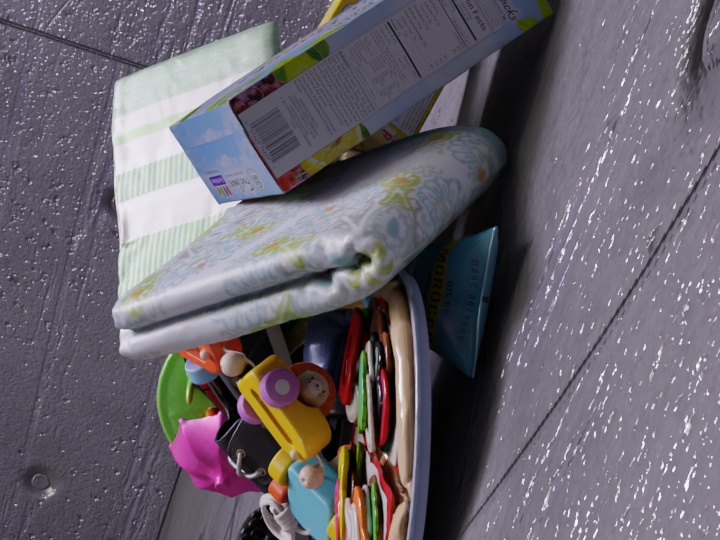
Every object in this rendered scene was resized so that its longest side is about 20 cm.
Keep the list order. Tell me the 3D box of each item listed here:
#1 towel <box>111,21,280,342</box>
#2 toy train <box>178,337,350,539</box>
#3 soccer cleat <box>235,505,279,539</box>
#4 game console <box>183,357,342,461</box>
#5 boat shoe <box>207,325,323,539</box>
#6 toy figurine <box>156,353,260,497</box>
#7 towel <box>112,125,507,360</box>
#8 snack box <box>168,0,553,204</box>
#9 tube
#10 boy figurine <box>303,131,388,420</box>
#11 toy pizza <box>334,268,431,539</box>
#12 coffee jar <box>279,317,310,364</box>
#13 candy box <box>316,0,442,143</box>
[{"bbox_3d":[-0.109,-0.054,1.064,0.152,0.023,0.202,-14,72,31],"label":"towel"},{"bbox_3d":[-0.053,0.089,0.983,0.055,0.201,0.150,-37,25,-23],"label":"toy train"},{"bbox_3d":[-0.063,0.242,1.099,0.200,0.068,0.074,-92,16,-62],"label":"soccer cleat"},{"bbox_3d":[-0.068,0.062,1.219,0.031,0.177,0.201,-23,32,22],"label":"game console"},{"bbox_3d":[-0.069,0.120,1.081,0.072,0.067,0.201,-28,81,65],"label":"boat shoe"},{"bbox_3d":[-0.097,0.101,1.265,0.184,0.149,0.202,-104,19,-80],"label":"toy figurine"},{"bbox_3d":[-0.029,-0.016,0.889,0.199,0.048,0.171,-17,17,33],"label":"towel"},{"bbox_3d":[-0.005,-0.121,0.948,0.199,0.068,0.169,-36,11,-14],"label":"snack box"},{"bbox_3d":[0.045,0.014,0.890,0.200,0.050,0.078,-174,88,-78],"label":"tube"},{"bbox_3d":[0.000,0.000,1.035,0.124,0.064,0.202,2,82,39],"label":"boy figurine"},{"bbox_3d":[0.006,0.097,0.848,0.200,0.031,0.202,-176,90,-83],"label":"toy pizza"},{"bbox_3d":[-0.055,-0.009,1.135,0.085,0.201,0.104,-33,-4,-18],"label":"coffee jar"},{"bbox_3d":[0.006,-0.138,1.116,0.026,0.102,0.201,-14,44,60],"label":"candy box"}]
